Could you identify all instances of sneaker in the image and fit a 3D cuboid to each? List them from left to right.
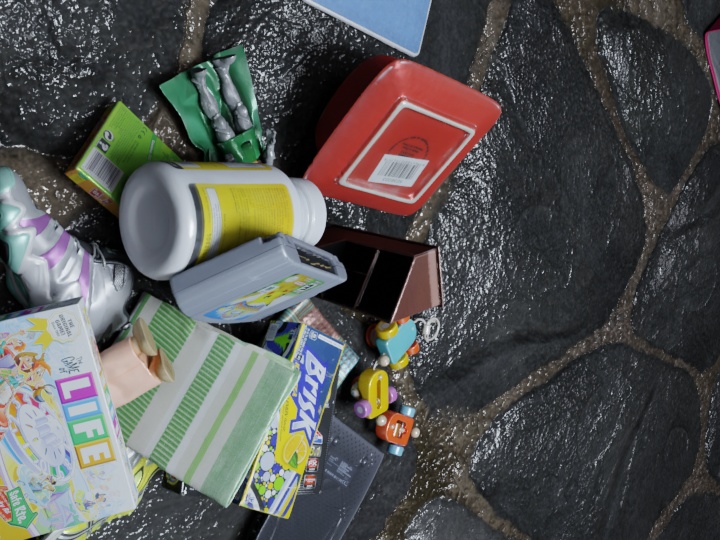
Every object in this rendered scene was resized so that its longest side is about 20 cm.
[{"bbox_3d":[-0.276,-0.019,0.732,0.140,0.078,0.200,-26,123,-35],"label":"sneaker"},{"bbox_3d":[-0.274,0.242,0.776,0.200,0.075,0.076,-45,123,-23],"label":"sneaker"}]

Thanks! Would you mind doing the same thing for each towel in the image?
[{"bbox_3d":[-0.179,0.124,0.768,0.153,0.200,0.023,-61,162,-13],"label":"towel"},{"bbox_3d":[-0.095,0.146,0.938,0.200,0.022,0.147,-52,128,-19],"label":"towel"}]

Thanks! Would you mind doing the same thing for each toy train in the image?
[{"bbox_3d":[0.041,0.150,1.040,0.150,0.056,0.200,23,80,-51],"label":"toy train"}]

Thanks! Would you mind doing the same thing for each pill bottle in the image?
[{"bbox_3d":[-0.131,-0.054,0.761,0.200,0.112,0.112,-7,103,-49],"label":"pill bottle"}]

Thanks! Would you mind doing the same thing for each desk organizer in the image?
[{"bbox_3d":[0.000,0.000,0.878,0.077,0.200,0.072,-18,110,-34],"label":"desk organizer"}]

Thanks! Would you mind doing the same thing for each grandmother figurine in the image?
[{"bbox_3d":[-0.282,0.129,0.723,0.200,0.061,0.121,-27,110,-6],"label":"grandmother figurine"}]

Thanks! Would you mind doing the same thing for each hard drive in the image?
[{"bbox_3d":[-0.062,0.298,0.984,0.135,0.042,0.200,44,70,-36],"label":"hard drive"}]

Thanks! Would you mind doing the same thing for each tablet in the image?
[{"bbox_3d":[0.016,-0.365,0.945,0.200,0.014,0.130,13,90,-40],"label":"tablet"}]

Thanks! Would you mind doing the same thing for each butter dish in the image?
[{"bbox_3d":[0.031,-0.186,0.914,0.200,0.148,0.199,9,132,-42],"label":"butter dish"}]

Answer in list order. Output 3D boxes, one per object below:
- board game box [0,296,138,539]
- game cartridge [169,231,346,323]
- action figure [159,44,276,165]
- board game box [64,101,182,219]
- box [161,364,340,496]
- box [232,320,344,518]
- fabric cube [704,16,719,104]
[{"bbox_3d":[-0.292,0.136,0.673,0.134,0.034,0.200,-14,102,-10],"label":"board game box"},{"bbox_3d":[-0.101,0.014,0.757,0.200,0.133,0.041,22,49,-73],"label":"game cartridge"},{"bbox_3d":[-0.134,-0.136,0.840,0.118,0.055,0.200,-38,124,-32],"label":"action figure"},{"bbox_3d":[-0.205,-0.073,0.788,0.200,0.030,0.096,44,49,-34],"label":"board game box"},{"bbox_3d":[-0.120,0.175,0.866,0.200,0.044,0.161,16,81,-43],"label":"box"},{"bbox_3d":[-0.089,0.159,0.821,0.070,0.064,0.200,31,70,-38],"label":"box"},{"bbox_3d":[0.841,-0.451,1.497,0.199,0.200,0.196,-46,123,-26],"label":"fabric cube"}]
